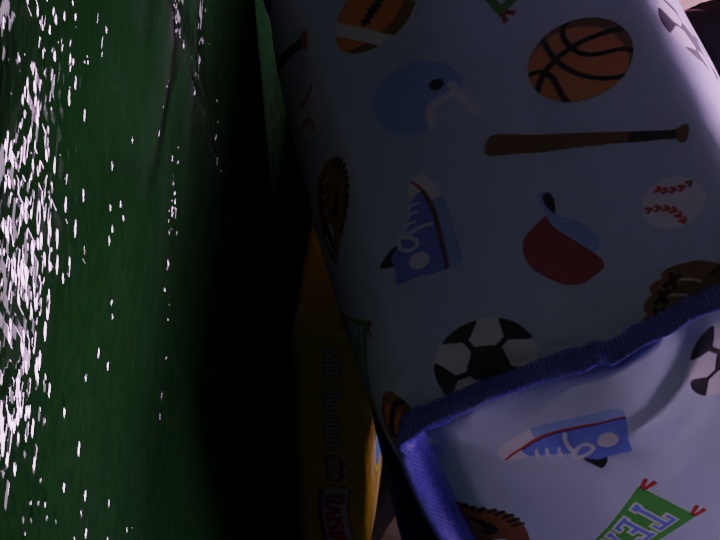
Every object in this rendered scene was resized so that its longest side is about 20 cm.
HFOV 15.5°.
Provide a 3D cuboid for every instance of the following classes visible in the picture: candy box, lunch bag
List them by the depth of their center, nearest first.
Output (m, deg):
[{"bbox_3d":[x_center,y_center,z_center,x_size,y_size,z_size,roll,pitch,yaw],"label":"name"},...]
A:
[{"bbox_3d":[0.058,0.022,0.715,0.200,0.124,0.170,62,10,-50],"label":"lunch bag"},{"bbox_3d":[0.000,0.000,0.877,0.200,0.026,0.102,-81,174,-52],"label":"candy box"}]

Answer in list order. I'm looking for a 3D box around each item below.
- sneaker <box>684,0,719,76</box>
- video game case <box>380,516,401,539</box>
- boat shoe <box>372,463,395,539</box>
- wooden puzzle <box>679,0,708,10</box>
[{"bbox_3d":[0.127,-0.028,0.843,0.200,0.080,0.074,82,-18,-61],"label":"sneaker"},{"bbox_3d":[-0.001,0.197,0.791,0.182,0.022,0.201,-49,140,-69],"label":"video game case"},{"bbox_3d":[0.021,0.125,0.967,0.067,0.057,0.201,-80,170,-60],"label":"boat shoe"},{"bbox_3d":[0.074,-0.034,0.887,0.200,0.037,0.185,-42,149,-31],"label":"wooden puzzle"}]
